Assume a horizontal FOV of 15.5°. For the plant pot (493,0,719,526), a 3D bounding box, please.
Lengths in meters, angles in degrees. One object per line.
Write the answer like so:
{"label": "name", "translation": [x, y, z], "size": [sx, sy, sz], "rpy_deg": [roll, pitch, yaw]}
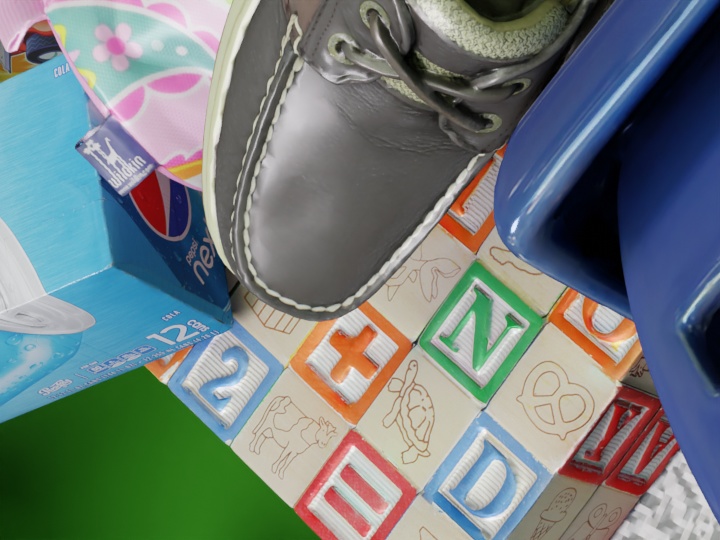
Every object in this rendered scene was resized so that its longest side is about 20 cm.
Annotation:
{"label": "plant pot", "translation": [0.162, -0.014, 0.592], "size": [0.200, 0.200, 0.180], "rpy_deg": [-51, 53, 11]}

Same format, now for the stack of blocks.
{"label": "stack of blocks", "translation": [0.000, 0.000, 0.754], "size": [0.200, 0.058, 0.115], "rpy_deg": [41, 100, 30]}

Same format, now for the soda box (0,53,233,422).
{"label": "soda box", "translation": [-0.138, 0.012, 0.754], "size": [0.199, 0.064, 0.068], "rpy_deg": [-22, 64, 23]}

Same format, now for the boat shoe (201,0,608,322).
{"label": "boat shoe", "translation": [0.020, -0.068, 0.603], "size": [0.202, 0.071, 0.066], "rpy_deg": [-60, 18, 22]}

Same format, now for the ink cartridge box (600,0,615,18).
{"label": "ink cartridge box", "translation": [0.069, -0.156, 0.735], "size": [0.144, 0.084, 0.201], "rpy_deg": [27, 94, 32]}

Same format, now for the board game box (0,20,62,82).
{"label": "board game box", "translation": [-0.078, -0.143, 0.845], "size": [0.200, 0.034, 0.134], "rpy_deg": [-51, 60, 11]}

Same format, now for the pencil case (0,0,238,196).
{"label": "pencil case", "translation": [0.001, -0.108, 0.665], "size": [0.200, 0.087, 0.088], "rpy_deg": [-42, 62, 16]}
